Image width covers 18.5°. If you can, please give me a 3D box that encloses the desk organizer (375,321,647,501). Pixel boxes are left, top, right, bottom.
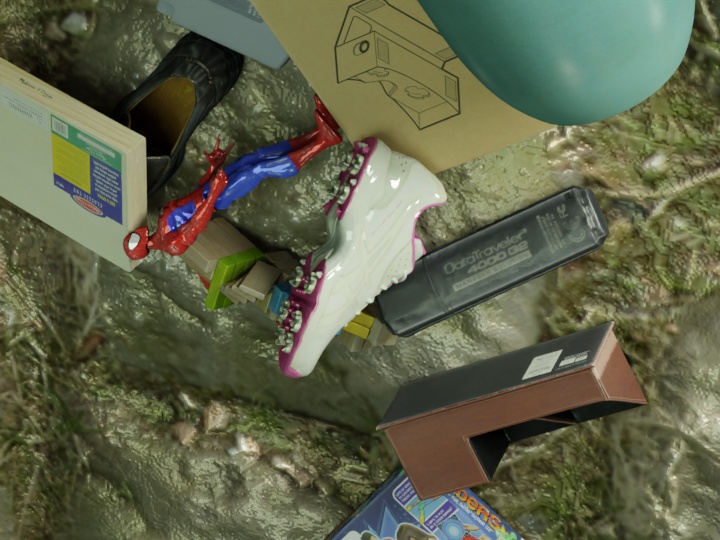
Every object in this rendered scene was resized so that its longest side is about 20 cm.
[{"bbox_3d":[0.123,0.115,1.778,0.199,0.072,0.077,-18,109,28],"label":"desk organizer"}]

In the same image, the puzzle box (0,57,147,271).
[{"bbox_3d":[-0.256,-0.094,1.803,0.200,0.025,0.133,30,139,22],"label":"puzzle box"}]

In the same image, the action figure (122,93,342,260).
[{"bbox_3d":[-0.107,-0.068,1.751,0.200,0.065,0.052,-36,114,12],"label":"action figure"}]

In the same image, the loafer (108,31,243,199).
[{"bbox_3d":[-0.173,-0.111,1.782,0.073,0.072,0.200,37,123,0],"label":"loafer"}]

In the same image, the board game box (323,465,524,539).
[{"bbox_3d":[0.037,0.260,1.902,0.135,0.034,0.200,43,122,-2],"label":"board game box"}]

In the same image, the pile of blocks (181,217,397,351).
[{"bbox_3d":[-0.067,0.030,1.804,0.199,0.082,0.062,25,121,8],"label":"pile of blocks"}]

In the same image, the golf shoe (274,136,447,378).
[{"bbox_3d":[0.000,0.000,1.721,0.091,0.075,0.201,20,103,-18],"label":"golf shoe"}]

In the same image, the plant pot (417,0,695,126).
[{"bbox_3d":[0.143,-0.200,1.547,0.200,0.201,0.161,-13,126,26],"label":"plant pot"}]

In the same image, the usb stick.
[{"bbox_3d":[0.099,-0.006,1.734,0.199,0.033,0.056,-25,81,22],"label":"usb stick"}]

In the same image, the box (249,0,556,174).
[{"bbox_3d":[0.034,-0.162,1.678,0.163,0.021,0.200,-20,120,29],"label":"box"}]

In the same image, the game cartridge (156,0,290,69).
[{"bbox_3d":[-0.072,-0.261,1.691,0.133,0.040,0.201,28,122,11],"label":"game cartridge"}]
